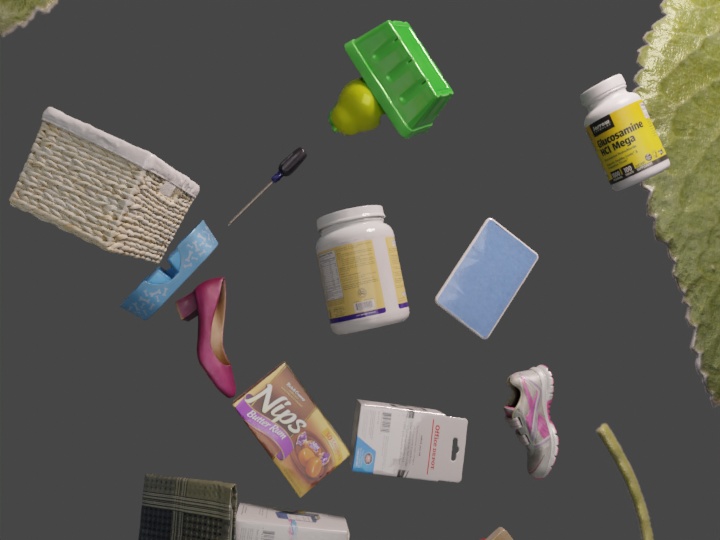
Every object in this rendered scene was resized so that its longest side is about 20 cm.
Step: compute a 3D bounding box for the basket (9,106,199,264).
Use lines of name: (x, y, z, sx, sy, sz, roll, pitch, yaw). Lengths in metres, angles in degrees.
basket: (-0.401, -0.125, 0.942, 0.197, 0.198, 0.163, 23, 86, 8)

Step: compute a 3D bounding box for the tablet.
tablet: (0.244, 0.015, 1.125, 0.129, 0.014, 0.201, 36, 82, -4)

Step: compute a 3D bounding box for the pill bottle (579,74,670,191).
pill bottle: (0.507, -0.268, 1.136, 0.111, 0.112, 0.203, -24, 88, -9)

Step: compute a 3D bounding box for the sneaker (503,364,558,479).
sneaker: (0.308, 0.279, 1.082, 0.086, 0.081, 0.204, 0, 77, -7)

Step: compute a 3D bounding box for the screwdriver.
screwdriver: (-0.175, -0.155, 1.075, 0.200, 0.028, 0.029, -43, 61, -8)

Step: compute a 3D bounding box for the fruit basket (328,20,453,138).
fruit basket: (0.039, -0.327, 1.082, 0.212, 0.155, 0.220, 10, 113, 26)

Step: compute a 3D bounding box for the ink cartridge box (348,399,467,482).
ink cartridge box: (0.084, 0.306, 1.049, 0.196, 0.068, 0.118, 9, 84, -7)

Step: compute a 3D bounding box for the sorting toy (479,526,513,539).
sorting toy: (0.233, 0.597, 1.044, 0.198, 0.070, 0.201, -38, 90, -9)

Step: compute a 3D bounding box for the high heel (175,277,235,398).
high heel: (-0.242, 0.115, 1.018, 0.095, 0.067, 0.202, -28, 86, 1)

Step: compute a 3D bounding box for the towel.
towel: (-0.285, 0.442, 0.964, 0.196, 0.034, 0.197, -2, 80, 24)

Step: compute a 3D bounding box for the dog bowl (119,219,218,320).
dog bowl: (-0.323, 0.002, 1.002, 0.050, 0.111, 0.201, 44, 81, -15)

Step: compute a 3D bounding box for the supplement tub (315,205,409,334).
supplement tub: (0.000, 0.000, 1.025, 0.143, 0.145, 0.204, -11, 86, -9)

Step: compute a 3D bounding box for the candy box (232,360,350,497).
candy box: (-0.121, 0.276, 1.030, 0.116, 0.056, 0.201, -36, 92, -9)

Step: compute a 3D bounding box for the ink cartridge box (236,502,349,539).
ink cartridge box: (-0.126, 0.493, 0.994, 0.196, 0.088, 0.148, 9, 85, -5)
